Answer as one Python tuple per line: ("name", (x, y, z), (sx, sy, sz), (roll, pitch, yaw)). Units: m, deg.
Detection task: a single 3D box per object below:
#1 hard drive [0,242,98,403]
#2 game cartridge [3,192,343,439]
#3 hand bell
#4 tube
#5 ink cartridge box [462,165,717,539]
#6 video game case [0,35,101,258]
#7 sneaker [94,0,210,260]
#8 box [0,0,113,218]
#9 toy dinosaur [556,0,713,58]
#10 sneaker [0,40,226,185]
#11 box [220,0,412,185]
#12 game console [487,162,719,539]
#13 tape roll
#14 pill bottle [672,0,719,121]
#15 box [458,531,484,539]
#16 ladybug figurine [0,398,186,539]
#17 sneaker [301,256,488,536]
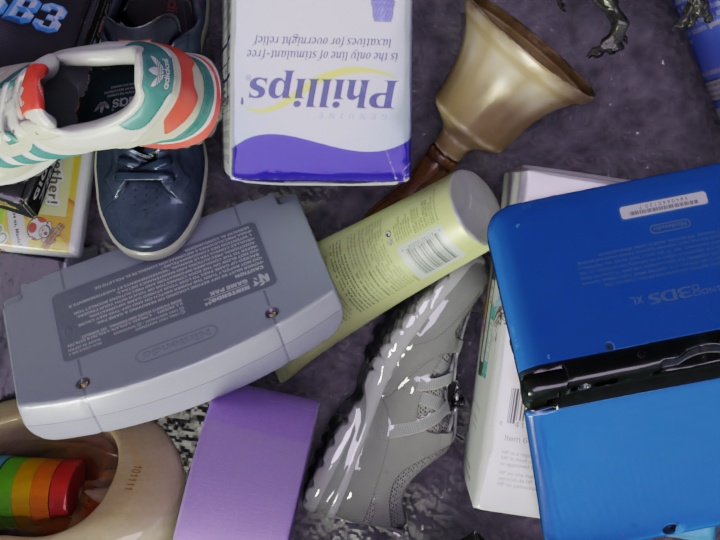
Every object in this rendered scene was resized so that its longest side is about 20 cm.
("hard drive", (-0.255, 0.067, 1.058), (0.134, 0.042, 0.202), (14, 94, 0))
("game cartridge", (-0.114, 0.029, 0.979), (0.199, 0.134, 0.041), (-20, 126, -3))
("hand bell", (0.049, -0.066, 1.037), (0.104, 0.104, 0.200), (38, 107, -1))
("tube", (0.000, 0.000, 1.013), (0.052, 0.058, 0.199), (30, 135, -35))
("ink cartridge box", (0.150, 0.045, 0.998), (0.145, 0.146, 0.202), (8, 93, 0))
("video game case", (-0.255, -0.116, 1.037), (0.180, 0.023, 0.202), (6, 80, 1))
("sneaker", (-0.133, -0.110, 0.996), (0.074, 0.085, 0.202), (-2, 74, 3))
("box", (-0.264, -0.158, 1.009), (0.199, 0.050, 0.200), (18, 82, 2))
("toy dinosaur", (0.164, -0.181, 0.971), (0.199, 0.047, 0.089), (-14, 91, 46))
("sneaker", (-0.181, -0.095, 0.908), (0.198, 0.093, 0.071), (-7, 80, 20))
("box", (-0.030, -0.153, 0.968), (0.104, 0.184, 0.202), (1, 95, -6))
("game console", (0.183, 0.046, 0.915), (0.198, 0.119, 0.172), (-11, 61, 1))
("tape roll", (-0.076, 0.171, 0.983), (0.065, 0.200, 0.202), (13, 94, 1))
("pill bottle", (0.245, -0.187, 0.999), (0.111, 0.112, 0.201), (-23, 94, 2))
("box", (0.071, 0.288, 0.978), (0.148, 0.125, 0.200), (-31, 125, 10))
("ladybug figurine", (-0.191, 0.143, 0.985), (0.198, 0.072, 0.136), (2, 53, 23))
("sneaker", (0.037, 0.079, 1.047), (0.082, 0.075, 0.201), (26, 105, -7))
